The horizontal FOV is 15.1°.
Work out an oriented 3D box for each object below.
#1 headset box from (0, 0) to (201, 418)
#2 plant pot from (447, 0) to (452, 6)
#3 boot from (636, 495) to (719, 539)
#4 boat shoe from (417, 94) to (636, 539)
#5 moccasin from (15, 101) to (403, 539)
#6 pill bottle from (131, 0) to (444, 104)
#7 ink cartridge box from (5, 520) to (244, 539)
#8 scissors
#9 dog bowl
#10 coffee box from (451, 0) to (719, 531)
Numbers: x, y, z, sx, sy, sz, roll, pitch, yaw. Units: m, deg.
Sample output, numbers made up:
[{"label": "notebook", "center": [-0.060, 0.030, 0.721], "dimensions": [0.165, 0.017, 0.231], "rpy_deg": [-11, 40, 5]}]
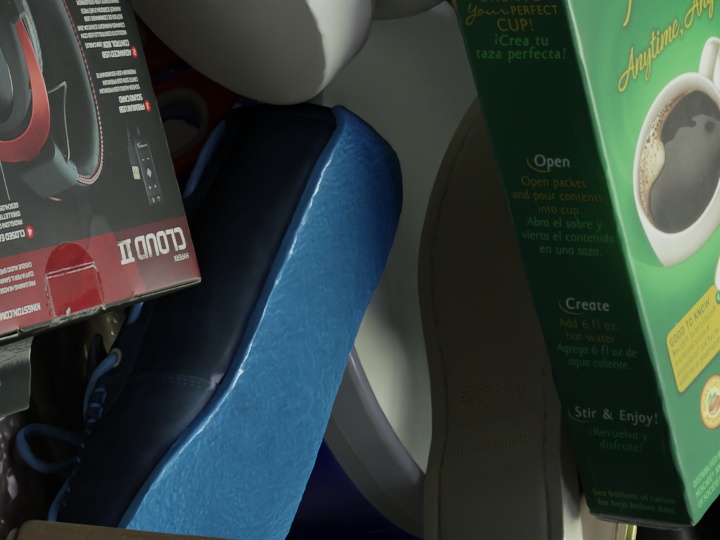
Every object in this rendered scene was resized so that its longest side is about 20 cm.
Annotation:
[{"label": "headset box", "center": [-0.126, -0.055, 0.754], "dimensions": [0.148, 0.075, 0.202], "rpy_deg": [-19, 95, -63]}, {"label": "plant pot", "center": [0.093, -0.140, 1.102], "dimensions": [0.201, 0.180, 0.200], "rpy_deg": [61, 30, -27]}, {"label": "boot", "center": [0.123, 0.105, 1.170], "dimensions": [0.198, 0.073, 0.164], "rpy_deg": [20, 58, -66]}, {"label": "boat shoe", "center": [0.062, 0.029, 0.914], "dimensions": [0.059, 0.071, 0.202], "rpy_deg": [29, 58, -52]}, {"label": "moccasin", "center": [-0.051, 0.042, 0.839], "dimensions": [0.080, 0.068, 0.201], "rpy_deg": [46, 67, -49]}, {"label": "pill bottle", "center": [0.011, -0.153, 0.856], "dimensions": [0.200, 0.116, 0.117], "rpy_deg": [-49, 126, -26]}, {"label": "ink cartridge box", "center": [-0.035, 0.173, 0.689], "dimensions": [0.075, 0.164, 0.201], "rpy_deg": [53, 47, -51]}, {"label": "scissors", "center": [-0.022, -0.074, 0.887], "dimensions": [0.014, 0.199, 0.074], "rpy_deg": [117, -45, -65]}, {"label": "dog bowl", "center": [0.000, 0.000, 0.971], "dimensions": [0.200, 0.078, 0.202], "rpy_deg": [35, 49, -53]}, {"label": "coffee box", "center": [0.094, -0.036, 0.851], "dimensions": [0.123, 0.044, 0.201], "rpy_deg": [-44, 127, -42]}]
